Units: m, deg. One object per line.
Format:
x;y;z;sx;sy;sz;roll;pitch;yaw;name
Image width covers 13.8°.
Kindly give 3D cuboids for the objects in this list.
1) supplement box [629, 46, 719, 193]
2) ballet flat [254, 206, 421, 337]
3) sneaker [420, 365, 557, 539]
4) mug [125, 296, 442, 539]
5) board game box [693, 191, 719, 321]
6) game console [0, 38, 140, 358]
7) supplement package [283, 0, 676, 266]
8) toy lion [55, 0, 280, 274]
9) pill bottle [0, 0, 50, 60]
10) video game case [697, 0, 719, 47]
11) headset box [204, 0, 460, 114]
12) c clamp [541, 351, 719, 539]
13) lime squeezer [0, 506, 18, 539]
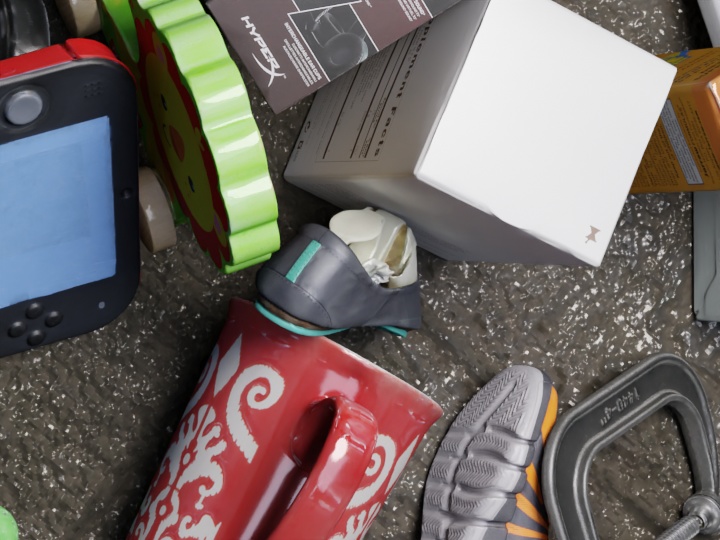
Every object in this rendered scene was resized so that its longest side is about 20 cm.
0.186;-0.086;1.688;0.066;0.200;0.069;-28;98;-20;supplement box
0.000;0.000;1.625;0.073;0.200;0.074;0;89;17;ballet flat
0.094;0.161;1.733;0.112;0.077;0.201;21;88;-29;sneaker
-0.063;0.129;1.617;0.133;0.178;0.201;27;85;14;mug
0.303;-0.043;1.811;0.199;0.064;0.148;-1;92;-23;board game box
-0.200;-0.025;1.563;0.176;0.031;0.201;-20;139;-21;game console
0.063;-0.080;1.638;0.121;0.200;0.120;26;82;-21;supplement package
-0.096;-0.095;1.563;0.068;0.192;0.201;-19;88;-13;toy lion
-0.269;-0.112;1.551;0.199;0.112;0.113;4;90;-23;pill bottle
0.292;-0.135;1.770;0.181;0.023;0.201;-3;61;-24;video game case
0.012;-0.183;1.581;0.199;0.149;0.077;-31;111;2;headset box
0.161;0.146;1.743;0.200;0.027;0.172;-37;110;-45;c clamp
-0.216;0.171;1.619;0.070;0.038;0.201;-12;96;-21;lime squeezer
